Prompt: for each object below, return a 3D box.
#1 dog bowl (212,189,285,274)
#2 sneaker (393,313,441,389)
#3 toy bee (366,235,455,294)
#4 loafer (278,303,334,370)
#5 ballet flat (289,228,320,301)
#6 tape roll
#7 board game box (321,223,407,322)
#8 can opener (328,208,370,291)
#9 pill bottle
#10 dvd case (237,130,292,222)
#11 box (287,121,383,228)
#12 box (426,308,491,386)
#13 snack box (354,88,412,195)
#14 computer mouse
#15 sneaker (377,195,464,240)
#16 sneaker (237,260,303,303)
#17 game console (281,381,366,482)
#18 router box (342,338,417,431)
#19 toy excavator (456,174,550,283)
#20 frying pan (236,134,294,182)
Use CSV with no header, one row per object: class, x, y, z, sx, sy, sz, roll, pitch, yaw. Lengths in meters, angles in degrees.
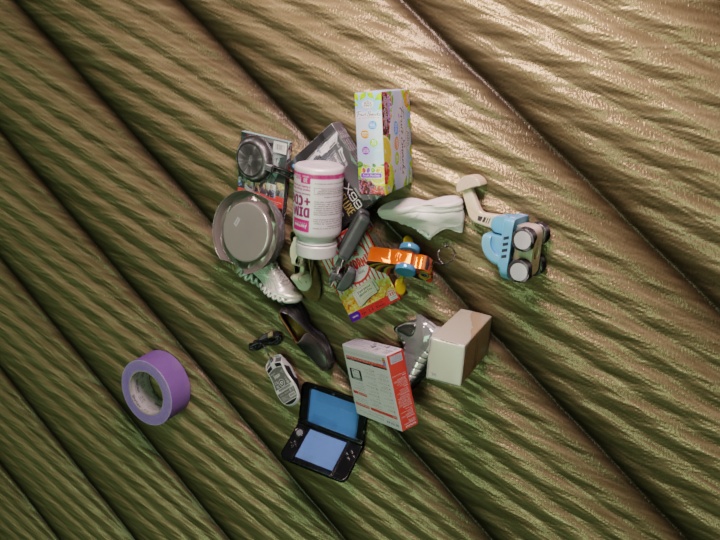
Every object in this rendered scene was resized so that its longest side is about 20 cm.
dog bowl,-0.270,-0.094,1.657,0.196,0.058,0.205,1,93,28
sneaker,0.113,0.187,1.576,0.115,0.075,0.202,39,114,23
toy bee,0.115,-0.003,1.489,0.198,0.109,0.132,25,74,32
loafer,-0.142,0.172,1.700,0.073,0.072,0.201,-39,85,30
ballet flat,-0.142,-0.015,1.646,0.067,0.072,0.205,4,107,29
tape roll,-0.604,0.345,1.994,0.196,0.085,0.205,8,107,26
board game box,0.000,0.000,1.589,0.150,0.046,0.203,-28,90,31
can opener,-0.018,-0.042,1.541,0.066,0.054,0.202,22,117,-15
pill bottle,-0.095,-0.135,1.502,0.111,0.113,0.205,12,110,24
dvd case,-0.239,-0.229,1.666,0.143,0.022,0.204,16,112,24
box,-0.055,-0.210,1.554,0.157,0.050,0.202,-34,88,32
box,0.211,0.159,1.431,0.076,0.199,0.097,12,110,24
snack box,0.051,-0.272,1.411,0.066,0.168,0.205,5,106,23
computer mouse,-0.214,0.261,1.785,0.109,0.044,0.203,-30,84,27
sneaker,0.131,-0.109,1.477,0.196,0.075,0.090,1,117,27
sneaker,-0.223,0.016,1.700,0.198,0.075,0.082,32,108,19
game console,-0.095,0.410,1.724,0.196,0.177,0.118,13,139,25
router box,0.042,0.264,1.590,0.199,0.048,0.183,5,110,58
toy excavator,0.282,-0.087,1.392,0.197,0.099,0.199,15,110,33
frying pan,-0.236,-0.243,1.635,0.190,0.031,0.115,48,121,12
